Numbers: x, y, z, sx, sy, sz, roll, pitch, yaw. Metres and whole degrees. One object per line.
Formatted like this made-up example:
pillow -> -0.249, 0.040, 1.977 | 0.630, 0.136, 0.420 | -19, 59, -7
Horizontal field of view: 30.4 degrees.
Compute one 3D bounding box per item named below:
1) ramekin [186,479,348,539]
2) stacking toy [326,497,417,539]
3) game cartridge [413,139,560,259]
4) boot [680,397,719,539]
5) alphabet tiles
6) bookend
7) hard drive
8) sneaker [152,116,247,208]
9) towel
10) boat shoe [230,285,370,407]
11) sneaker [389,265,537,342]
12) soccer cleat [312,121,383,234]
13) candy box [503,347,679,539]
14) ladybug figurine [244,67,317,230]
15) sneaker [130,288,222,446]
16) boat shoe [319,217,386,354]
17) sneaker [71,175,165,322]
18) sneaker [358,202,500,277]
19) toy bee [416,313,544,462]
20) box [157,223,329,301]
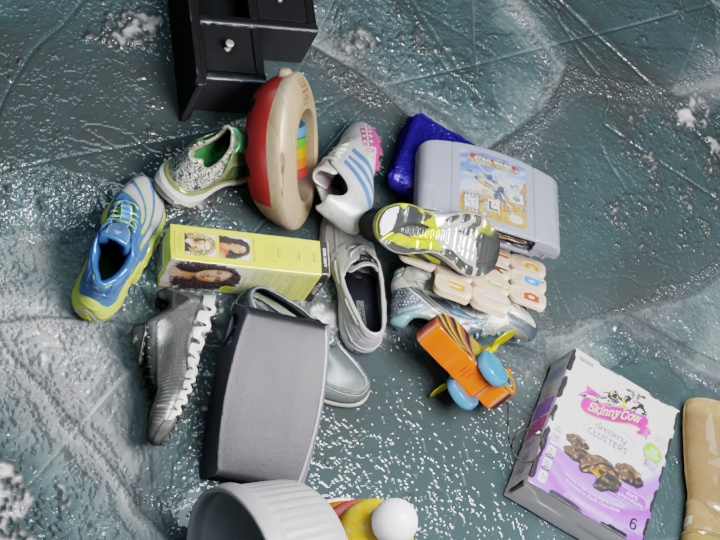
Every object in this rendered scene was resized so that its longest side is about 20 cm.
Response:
ramekin -> -0.091, 0.314, 1.389 | 0.104, 0.200, 0.203 | -9, 69, -36
stacking toy -> 0.012, 0.297, 1.433 | 0.144, 0.200, 0.148 | 9, 63, -18
game cartridge -> 0.163, -0.096, 1.697 | 0.197, 0.042, 0.135 | 16, 55, -14
boot -> 0.496, 0.281, 1.726 | 0.173, 0.066, 0.202 | 20, 59, -13
alphabet tiles -> 0.143, -0.008, 1.680 | 0.193, 0.015, 0.201 | 19, 29, -3
bookend -> -0.139, -0.297, 1.717 | 0.196, 0.092, 0.203 | 2, 66, -22
hard drive -> -0.103, 0.148, 1.515 | 0.133, 0.042, 0.203 | 13, 81, -16
sneaker -> -0.163, -0.147, 1.627 | 0.077, 0.089, 0.200 | 47, 44, 0
towel -> 0.136, -0.123, 1.754 | 0.198, 0.050, 0.149 | 25, 42, -7
boat shoe -> -0.066, 0.089, 1.580 | 0.199, 0.062, 0.073 | 38, 56, -3
sneaker -> 0.126, 0.066, 1.678 | 0.197, 0.078, 0.088 | 17, 72, -7
soccer cleat -> -0.019, -0.131, 1.671 | 0.086, 0.070, 0.202 | 26, 37, -24
candy box -> 0.292, 0.227, 1.660 | 0.166, 0.072, 0.202 | 30, 59, -7
ladybug figurine -> -0.099, -0.150, 1.629 | 0.071, 0.203, 0.136 | 6, 20, 14
sneaker -> -0.226, 0.103, 1.508 | 0.089, 0.067, 0.202 | 20, 56, -9
boat shoe -> 0.000, 0.000, 1.649 | 0.072, 0.065, 0.203 | -5, 68, -24
sneaker -> -0.268, -0.039, 1.531 | 0.075, 0.105, 0.202 | 22, 60, -11
sneaker -> 0.085, -0.046, 1.616 | 0.198, 0.084, 0.076 | 17, 89, -34
toy bee -> 0.145, 0.133, 1.628 | 0.109, 0.129, 0.203 | -52, 122, -69
box -> -0.140, -0.008, 1.590 | 0.197, 0.075, 0.051 | 5, 62, -19
